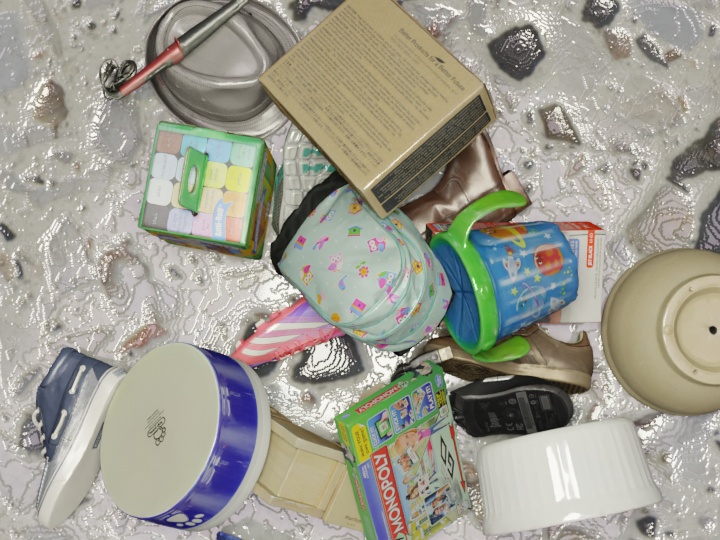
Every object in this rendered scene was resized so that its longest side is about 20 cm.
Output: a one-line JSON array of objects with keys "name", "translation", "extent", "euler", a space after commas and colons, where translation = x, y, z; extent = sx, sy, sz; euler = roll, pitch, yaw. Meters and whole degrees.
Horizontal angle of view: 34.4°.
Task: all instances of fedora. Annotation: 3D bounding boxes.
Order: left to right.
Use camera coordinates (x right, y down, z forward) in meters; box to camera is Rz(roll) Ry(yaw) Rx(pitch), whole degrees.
[{"name": "fedora", "translation": [-0.163, -0.251, 1.372], "extent": [0.200, 0.090, 0.177], "euler": [33, 87, 3]}]

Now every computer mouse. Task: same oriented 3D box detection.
[{"name": "computer mouse", "translation": [0.135, 0.132, 1.325], "extent": [0.200, 0.046, 0.141], "euler": [-13, 120, 21]}]

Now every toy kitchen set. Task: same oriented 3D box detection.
[{"name": "toy kitchen set", "translation": [-0.037, 0.185, 1.350], "extent": [0.200, 0.180, 0.163], "euler": [25, 90, -38]}]

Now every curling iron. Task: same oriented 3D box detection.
[{"name": "curling iron", "translation": [-0.214, -0.258, 1.321], "extent": [0.200, 0.026, 0.050], "euler": [-31, 80, 6]}]

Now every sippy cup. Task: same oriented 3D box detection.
[{"name": "sippy cup", "translation": [0.158, 0.008, 1.247], "extent": [0.130, 0.178, 0.140], "euler": [-16, 69, -15]}]

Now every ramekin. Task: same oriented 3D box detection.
[{"name": "ramekin", "translation": [0.224, 0.226, 1.286], "extent": [0.200, 0.200, 0.098], "euler": [-11, 78, 0]}]

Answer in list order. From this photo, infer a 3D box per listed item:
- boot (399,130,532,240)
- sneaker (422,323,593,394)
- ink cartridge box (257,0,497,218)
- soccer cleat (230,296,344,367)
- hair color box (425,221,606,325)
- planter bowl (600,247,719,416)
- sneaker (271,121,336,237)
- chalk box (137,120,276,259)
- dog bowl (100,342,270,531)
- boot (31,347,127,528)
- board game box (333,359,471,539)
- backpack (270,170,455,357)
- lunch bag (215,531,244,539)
[{"name": "boot", "translation": [0.074, -0.094, 1.377], "extent": [0.200, 0.064, 0.187], "euler": [-34, 86, 3]}, {"name": "sneaker", "translation": [0.174, 0.093, 1.367], "extent": [0.199, 0.070, 0.076], "euler": [11, 67, -2]}, {"name": "ink cartridge box", "translation": [0.016, -0.179, 1.205], "extent": [0.165, 0.075, 0.200], "euler": [-40, 59, -1]}, {"name": "soccer cleat", "translation": [-0.064, 0.066, 1.364], "extent": [0.200, 0.067, 0.077], "euler": [-37, 91, -5]}, {"name": "hair color box", "translation": [0.177, 0.003, 1.340], "extent": [0.199, 0.064, 0.111], "euler": [-1, 102, -6]}, {"name": "planter bowl", "translation": [0.386, 0.068, 1.323], "extent": [0.200, 0.135, 0.201], "euler": [0, 85, 0]}, {"name": "sneaker", "translation": [-0.070, -0.113, 1.340], "extent": [0.077, 0.091, 0.200], "euler": [5, 110, -26]}, {"name": "chalk box", "translation": [-0.170, -0.090, 1.306], "extent": [0.123, 0.200, 0.125], "euler": [10, 86, 1]}, {"name": "dog bowl", "translation": [-0.197, 0.184, 1.292], "extent": [0.200, 0.079, 0.201], "euler": [-19, 60, 36]}, {"name": "boot", "translation": [-0.348, 0.194, 1.362], "extent": [0.090, 0.073, 0.200], "euler": [24, 85, 17]}, {"name": "board game box", "translation": [0.051, 0.217, 1.293], "extent": [0.134, 0.029, 0.200], "euler": [-29, 121, -28]}, {"name": "backpack", "translation": [0.000, 0.000, 1.240], "extent": [0.167, 0.126, 0.200], "euler": [-53, 52, 13]}, {"name": "lunch bag", "translation": [-0.097, 0.414, 1.314], "extent": [0.200, 0.127, 0.170], "euler": [23, 84, -11]}]
